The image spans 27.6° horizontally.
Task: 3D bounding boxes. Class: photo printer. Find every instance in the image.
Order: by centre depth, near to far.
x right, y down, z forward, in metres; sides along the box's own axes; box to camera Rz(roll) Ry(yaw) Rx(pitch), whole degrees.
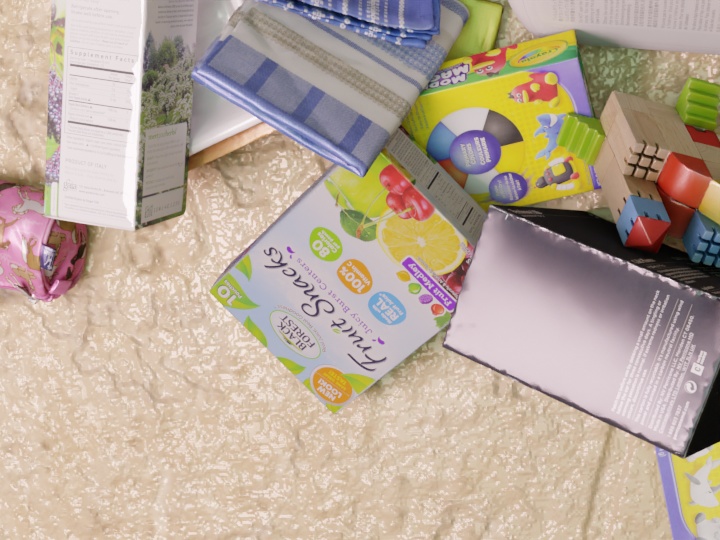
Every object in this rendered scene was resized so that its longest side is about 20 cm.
[{"bbox_3d":[0.193,-0.220,1.023,0.197,0.167,0.070,6,66,12],"label":"photo printer"}]

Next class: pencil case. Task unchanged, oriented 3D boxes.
[{"bbox_3d":[-0.326,-0.030,1.198,0.197,0.087,0.084,8,130,11],"label":"pencil case"}]

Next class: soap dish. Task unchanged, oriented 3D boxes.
[{"bbox_3d":[-0.132,-0.186,1.125,0.156,0.081,0.202,-22,93,24],"label":"soap dish"}]

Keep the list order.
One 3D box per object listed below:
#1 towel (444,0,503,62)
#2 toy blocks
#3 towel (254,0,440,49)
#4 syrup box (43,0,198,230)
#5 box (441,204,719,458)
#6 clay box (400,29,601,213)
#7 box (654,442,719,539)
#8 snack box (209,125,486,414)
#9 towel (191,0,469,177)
[{"bbox_3d":[0.007,-0.190,1.140,0.198,0.018,0.087,17,105,9],"label":"towel"},{"bbox_3d":[0.246,-0.053,1.015,0.197,0.137,0.101,12,123,-13],"label":"toy blocks"},{"bbox_3d":[-0.033,-0.244,1.060,0.197,0.024,0.146,14,58,-15],"label":"towel"},{"bbox_3d":[-0.172,-0.137,1.064,0.080,0.079,0.203,9,104,20],"label":"syrup box"},{"bbox_3d":[0.185,0.035,1.014,0.181,0.199,0.105,25,102,26],"label":"box"},{"bbox_3d":[0.076,-0.097,1.095,0.197,0.048,0.116,-13,125,13],"label":"clay box"},{"bbox_3d":[0.324,0.144,1.098,0.197,0.048,0.119,-12,95,12],"label":"box"},{"bbox_3d":[0.000,0.000,1.101,0.142,0.053,0.200,45,125,-7],"label":"snack box"},{"bbox_3d":[-0.017,-0.164,1.054,0.146,0.201,0.024,30,141,2],"label":"towel"}]
